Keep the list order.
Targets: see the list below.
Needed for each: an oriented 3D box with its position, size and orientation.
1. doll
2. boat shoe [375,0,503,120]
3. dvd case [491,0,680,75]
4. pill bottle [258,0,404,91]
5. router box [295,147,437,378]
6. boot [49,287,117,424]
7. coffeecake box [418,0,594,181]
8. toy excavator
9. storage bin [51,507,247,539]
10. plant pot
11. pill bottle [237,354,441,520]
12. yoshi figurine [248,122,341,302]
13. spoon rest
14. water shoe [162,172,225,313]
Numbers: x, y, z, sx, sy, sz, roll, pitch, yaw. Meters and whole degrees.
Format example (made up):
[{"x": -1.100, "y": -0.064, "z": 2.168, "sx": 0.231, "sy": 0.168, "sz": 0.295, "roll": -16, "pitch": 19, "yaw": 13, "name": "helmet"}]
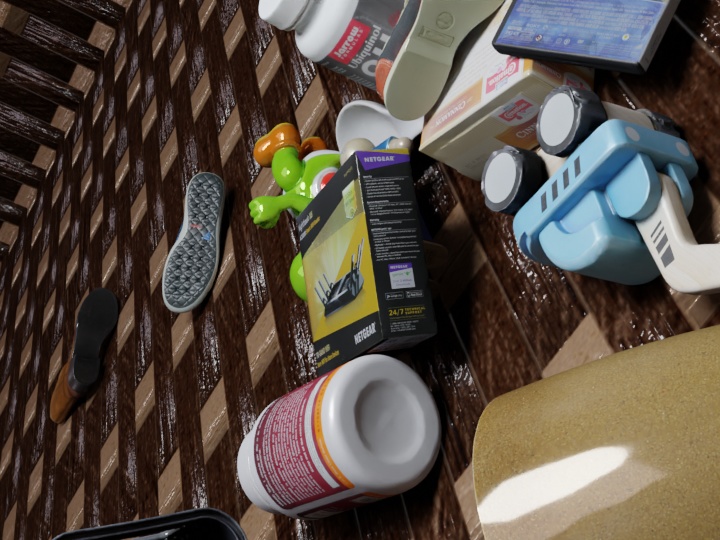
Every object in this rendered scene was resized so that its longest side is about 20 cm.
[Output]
[{"x": 0.027, "y": -0.063, "z": 1.110, "sx": 0.201, "sy": 0.048, "sz": 0.138, "roll": -116, "pitch": 29, "yaw": -48, "name": "doll"}, {"x": 0.071, "y": -0.224, "z": 1.004, "sx": 0.202, "sy": 0.070, "sz": 0.063, "roll": -60, "pitch": 23, "yaw": 26, "name": "boat shoe"}, {"x": 0.196, "y": -0.245, "z": 0.901, "sx": 0.142, "sy": 0.017, "sz": 0.202, "roll": 19, "pitch": 78, "yaw": 45, "name": "dvd case"}, {"x": 0.003, "y": -0.245, "z": 1.173, "sx": 0.111, "sy": 0.198, "sz": 0.112, "roll": -44, "pitch": 35, "yaw": 42, "name": "pill bottle"}, {"x": 0.000, "y": 0.000, "z": 1.050, "sx": 0.200, "sy": 0.051, "sz": 0.160, "roll": 140, "pitch": 124, "yaw": -67, "name": "router box"}, {"x": -0.477, "y": 0.147, "z": 2.039, "sx": 0.200, "sy": 0.067, "sz": 0.191, "roll": 136, "pitch": 139, "yaw": -55, "name": "boot"}, {"x": 0.131, "y": -0.204, "z": 1.029, "sx": 0.153, "sy": 0.072, "sz": 0.203, "roll": -30, "pitch": 45, "yaw": 52, "name": "coffeecake box"}, {"x": 0.187, "y": -0.033, "z": 0.776, "sx": 0.195, "sy": 0.099, "sz": 0.203, "roll": -48, "pitch": 44, "yaw": 41, "name": "toy excavator"}, {"x": -0.112, "y": 0.252, "z": 0.669, "sx": 0.094, "sy": 0.134, "sz": 0.202, "roll": -49, "pitch": 55, "yaw": 39, "name": "storage bin"}, {"x": 0.186, "y": 0.102, "z": 0.576, "sx": 0.199, "sy": 0.185, "sz": 0.188, "roll": -34, "pitch": 39, "yaw": 30, "name": "plant pot"}, {"x": -0.027, "y": 0.151, "z": 1.021, "sx": 0.199, "sy": 0.112, "sz": 0.115, "roll": -31, "pitch": 43, "yaw": 52, "name": "pill bottle"}, {"x": -0.054, "y": -0.046, "z": 1.232, "sx": 0.113, "sy": 0.111, "sz": 0.202, "roll": 84, "pitch": 166, "yaw": -55, "name": "yoshi figurine"}, {"x": 0.037, "y": -0.139, "z": 1.164, "sx": 0.060, "sy": 0.100, "sz": 0.199, "roll": -30, "pitch": 1, "yaw": -39, "name": "spoon rest"}, {"x": -0.223, "y": -0.033, "z": 1.651, "sx": 0.079, "sy": 0.070, "sz": 0.203, "roll": 97, "pitch": -174, "yaw": -76, "name": "water shoe"}]
